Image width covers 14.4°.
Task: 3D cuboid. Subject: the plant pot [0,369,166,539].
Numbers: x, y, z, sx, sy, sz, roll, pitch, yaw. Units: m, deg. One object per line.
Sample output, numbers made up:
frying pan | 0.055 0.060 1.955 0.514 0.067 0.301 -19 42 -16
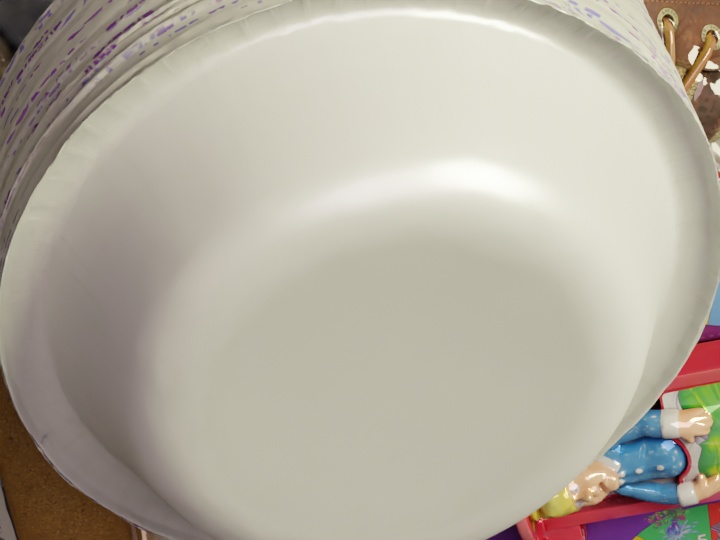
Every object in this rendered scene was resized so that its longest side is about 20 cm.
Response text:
plant pot | -0.139 0.088 0.869 0.199 0.027 0.201 1 97 8

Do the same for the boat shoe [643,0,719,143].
boat shoe | 0.091 -0.070 0.886 0.072 0.200 0.072 40 116 24

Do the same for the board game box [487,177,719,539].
board game box | 0.086 0.063 0.899 0.158 0.039 0.200 26 123 -16

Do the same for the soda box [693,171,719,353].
soda box | 0.115 0.014 0.942 0.199 0.063 0.070 22 58 -14

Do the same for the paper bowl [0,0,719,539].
paper bowl | 0.000 0.000 0.769 0.200 0.105 0.201 -7 129 -8

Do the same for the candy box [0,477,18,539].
candy box | -0.209 0.066 0.831 0.199 0.061 0.137 -16 93 9
